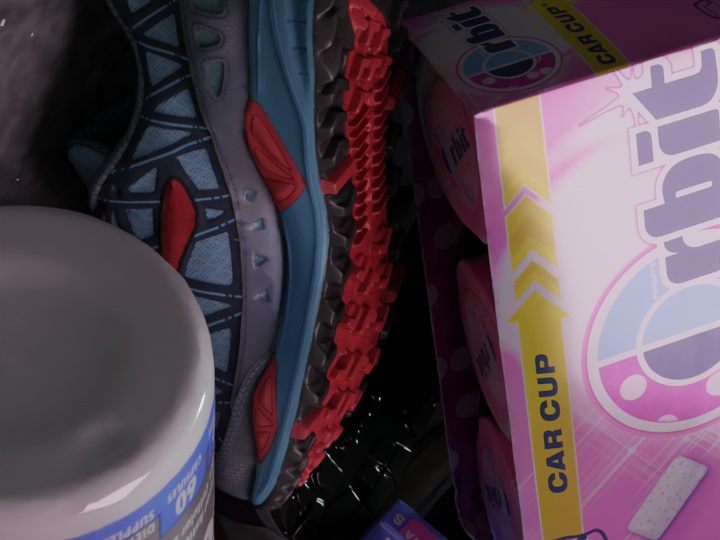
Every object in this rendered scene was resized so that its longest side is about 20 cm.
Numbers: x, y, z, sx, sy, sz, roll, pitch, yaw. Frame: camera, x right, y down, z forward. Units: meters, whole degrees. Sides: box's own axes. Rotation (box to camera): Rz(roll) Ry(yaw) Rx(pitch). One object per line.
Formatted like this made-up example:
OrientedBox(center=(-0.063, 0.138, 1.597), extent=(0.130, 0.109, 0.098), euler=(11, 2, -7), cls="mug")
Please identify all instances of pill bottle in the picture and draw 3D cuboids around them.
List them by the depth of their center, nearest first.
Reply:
OrientedBox(center=(-0.099, 0.085, 0.860), extent=(0.114, 0.114, 0.200), euler=(-41, 153, -30), cls="pill bottle")

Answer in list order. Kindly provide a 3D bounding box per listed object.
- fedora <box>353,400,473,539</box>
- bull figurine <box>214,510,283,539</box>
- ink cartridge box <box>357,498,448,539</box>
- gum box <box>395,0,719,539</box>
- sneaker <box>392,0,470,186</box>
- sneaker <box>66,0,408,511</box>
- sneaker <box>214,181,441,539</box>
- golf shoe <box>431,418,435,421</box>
OrientedBox(center=(0.085, 0.119, 1.031), extent=(0.200, 0.092, 0.201), euler=(-16, 129, -21), cls="fedora")
OrientedBox(center=(-0.089, 0.150, 1.024), extent=(0.200, 0.065, 0.122), euler=(-43, 158, -22), cls="bull figurine")
OrientedBox(center=(0.025, 0.155, 0.983), extent=(0.042, 0.119, 0.200), euler=(-47, 174, -35), cls="ink cartridge box")
OrientedBox(center=(0.084, 0.007, 0.895), extent=(0.113, 0.066, 0.201), euler=(-18, 124, -14), cls="gum box")
OrientedBox(center=(0.022, -0.119, 0.900), extent=(0.089, 0.075, 0.200), euler=(-55, 166, -31), cls="sneaker")
OrientedBox(center=(-0.039, -0.022, 0.861), extent=(0.079, 0.095, 0.201), euler=(-49, 149, -52), cls="sneaker")
OrientedBox(center=(0.000, 0.000, 0.989), extent=(0.200, 0.087, 0.076), euler=(-50, 133, -25), cls="sneaker")
OrientedBox(center=(0.018, 0.055, 1.095), extent=(0.200, 0.073, 0.092), euler=(-17, 138, -56), cls="golf shoe")
